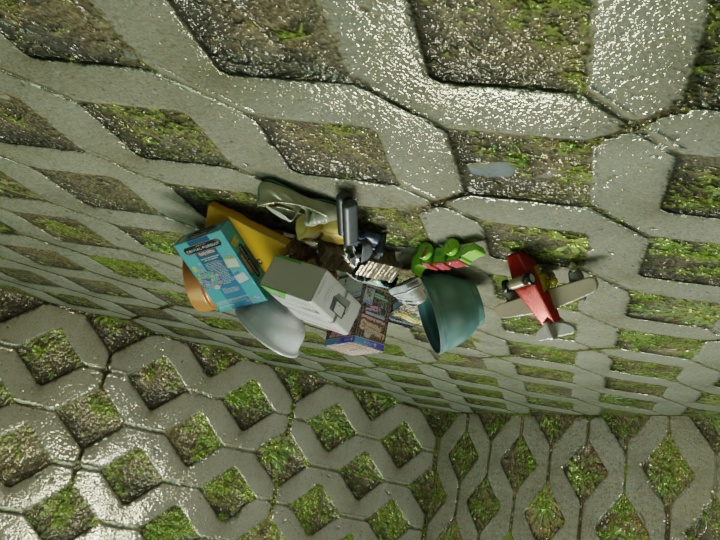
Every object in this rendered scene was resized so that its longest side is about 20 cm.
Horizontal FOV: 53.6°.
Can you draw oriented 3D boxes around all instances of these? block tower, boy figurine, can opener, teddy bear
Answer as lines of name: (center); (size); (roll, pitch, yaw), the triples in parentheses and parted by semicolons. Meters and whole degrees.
block tower: (-0.005, -0.027, 1.654); (0.199, 0.058, 0.054); (14, 133, -25)
boy figurine: (-0.043, -0.079, 1.556); (0.199, 0.065, 0.124); (12, 168, -12)
can opener: (-0.011, -0.085, 1.465); (0.067, 0.053, 0.200); (-22, 144, -16)
teddy bear: (-0.130, -0.035, 1.683); (0.200, 0.067, 0.145); (36, 178, 3)

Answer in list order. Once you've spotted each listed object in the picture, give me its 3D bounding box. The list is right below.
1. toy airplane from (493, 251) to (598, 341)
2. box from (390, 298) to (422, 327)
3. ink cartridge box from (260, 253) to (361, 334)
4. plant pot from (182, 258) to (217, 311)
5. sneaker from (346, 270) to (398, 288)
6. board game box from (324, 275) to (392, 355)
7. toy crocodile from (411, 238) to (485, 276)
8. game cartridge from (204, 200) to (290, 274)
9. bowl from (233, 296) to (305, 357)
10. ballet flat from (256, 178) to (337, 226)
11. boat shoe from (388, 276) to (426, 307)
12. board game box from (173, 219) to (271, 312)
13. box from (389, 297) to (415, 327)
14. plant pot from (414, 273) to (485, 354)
toy airplane: (0.405, 0.054, 1.571); (0.199, 0.141, 0.200); (20, 134, 17)
box: (0.194, 0.113, 2.003); (0.199, 0.038, 0.137); (20, 145, -26)
ink cartridge box: (-0.108, 0.056, 1.600); (0.145, 0.084, 0.200); (16, 162, 30)
plant pot: (-0.341, 0.000, 1.790); (0.139, 0.201, 0.200); (-4, 160, 12)
sneaker: (0.000, 0.000, 1.760); (0.086, 0.078, 0.200); (-1, 159, 45)
board game box: (-0.002, 0.117, 1.920); (0.096, 0.201, 0.159); (20, 161, -28)
toy crocodile: (0.188, -0.028, 1.573); (0.067, 0.062, 0.199); (25, 158, -39)
game cartridge: (-0.268, -0.051, 1.637); (0.199, 0.032, 0.177); (28, 135, 5)
bowl: (-0.204, 0.113, 1.736); (0.201, 0.090, 0.201); (40, -172, -7)
ballet flat: (-0.120, -0.124, 1.453); (0.199, 0.070, 0.069); (18, 162, -22)
boat shoe: (0.116, 0.058, 1.715); (0.073, 0.066, 0.200); (-27, 180, -2)
board game box: (-0.312, -0.007, 1.637); (0.150, 0.047, 0.201); (-14, 119, 31)
box: (0.132, 0.128, 2.153); (0.142, 0.036, 0.200); (16, 163, -17)
plant pot: (0.226, 0.094, 1.767); (0.133, 0.201, 0.200); (-15, 165, -7)
